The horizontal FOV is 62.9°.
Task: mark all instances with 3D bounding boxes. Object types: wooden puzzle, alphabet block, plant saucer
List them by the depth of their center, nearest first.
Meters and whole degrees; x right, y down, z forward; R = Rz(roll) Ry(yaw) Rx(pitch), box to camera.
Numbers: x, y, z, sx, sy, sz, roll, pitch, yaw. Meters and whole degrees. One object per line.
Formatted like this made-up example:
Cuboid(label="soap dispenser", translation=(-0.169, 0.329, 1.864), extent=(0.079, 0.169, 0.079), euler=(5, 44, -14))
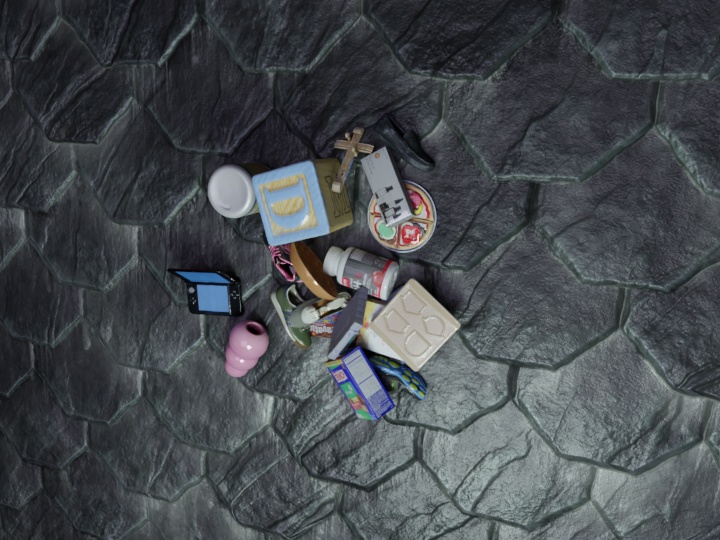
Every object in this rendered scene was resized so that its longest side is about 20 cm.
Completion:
Cuboid(label="wooden puzzle", translation=(0.150, 0.147, 1.616), extent=(0.185, 0.046, 0.200), euler=(44, 112, 7))
Cuboid(label="alphabet block", translation=(-0.154, -0.192, 1.618), extent=(0.193, 0.200, 0.199), euler=(-9, 99, 21))
Cuboid(label="plant saucer", translation=(-0.136, 0.004, 1.653), extent=(0.037, 0.200, 0.201), euler=(-36, 89, 9))

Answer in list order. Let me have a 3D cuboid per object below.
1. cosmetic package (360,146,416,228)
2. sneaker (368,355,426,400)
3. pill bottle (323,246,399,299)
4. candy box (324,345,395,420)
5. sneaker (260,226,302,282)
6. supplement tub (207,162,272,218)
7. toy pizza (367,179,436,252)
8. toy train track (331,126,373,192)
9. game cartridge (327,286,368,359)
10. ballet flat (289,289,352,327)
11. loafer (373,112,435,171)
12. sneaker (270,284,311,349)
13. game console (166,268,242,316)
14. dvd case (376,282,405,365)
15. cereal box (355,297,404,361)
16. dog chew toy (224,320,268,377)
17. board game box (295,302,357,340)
Cuboid(label="cosmetic package", translation=(0.075, -0.224, 1.587), extent=(0.082, 0.051, 0.202), euler=(-24, 79, 19))
Cuboid(label="sneaker", translation=(0.103, 0.321, 1.721), extent=(0.198, 0.071, 0.083), euler=(25, 121, 14))
Cuboid(label="pill bottle", translation=(0.000, 0.000, 1.655), extent=(0.198, 0.111, 0.112), euler=(19, 107, 14))
Cuboid(label="candy box", translation=(-0.005, 0.327, 1.702), extent=(0.077, 0.169, 0.201), euler=(-30, 89, -22))
Cuboid(label="sneaker", translation=(-0.233, -0.047, 1.735), extent=(0.079, 0.095, 0.201), euler=(-39, 87, 24))
Cuboid(label="supplement tub", translation=(-0.322, -0.231, 1.667), extent=(0.143, 0.200, 0.147), euler=(4, 103, 18))
Cuboid(label="toy pizza", translation=(0.111, -0.148, 1.626), extent=(0.198, 0.032, 0.203), euler=(4, 103, 18))
Cuboid(label="toy train track", translation=(-0.036, -0.305, 1.583), extent=(0.113, 0.033, 0.202), euler=(13, 72, 21))
Cuboid(label="game cartridge", translation=(-0.034, 0.151, 1.636), extent=(0.038, 0.131, 0.200), euler=(18, 139, -16))
Cuboid(label="ballet flat", translation=(-0.114, 0.110, 1.702), extent=(0.198, 0.064, 0.068), euler=(-25, 101, -7))
Cuboid(label="loafer", translation=(0.122, -0.339, 1.560), extent=(0.200, 0.068, 0.071), euler=(41, 121, 10))
Cuboid(label="sneaker", translation=(-0.186, 0.132, 1.751), extent=(0.089, 0.067, 0.202), euler=(-31, 87, 28))
Cuboid(label="game console", translation=(-0.484, 0.070, 1.834), extent=(0.197, 0.119, 0.175), euler=(2, 103, 19))
Cuboid(label="dvd case", translation=(0.122, 0.157, 1.698), extent=(0.142, 0.018, 0.201), euler=(-33, 91, 23))
Cuboid(label="cereal box", translation=(0.094, 0.174, 1.679), extent=(0.198, 0.039, 0.146), euler=(15, 105, 15))
Cuboid(label="dog chew toy", translation=(-0.365, 0.253, 1.837), extent=(0.124, 0.124, 0.201), euler=(35, 118, 9))
Cuboid(label="board game box", translation=(-0.103, 0.152, 1.774), extent=(0.197, 0.019, 0.104), euler=(3, 104, 19))
